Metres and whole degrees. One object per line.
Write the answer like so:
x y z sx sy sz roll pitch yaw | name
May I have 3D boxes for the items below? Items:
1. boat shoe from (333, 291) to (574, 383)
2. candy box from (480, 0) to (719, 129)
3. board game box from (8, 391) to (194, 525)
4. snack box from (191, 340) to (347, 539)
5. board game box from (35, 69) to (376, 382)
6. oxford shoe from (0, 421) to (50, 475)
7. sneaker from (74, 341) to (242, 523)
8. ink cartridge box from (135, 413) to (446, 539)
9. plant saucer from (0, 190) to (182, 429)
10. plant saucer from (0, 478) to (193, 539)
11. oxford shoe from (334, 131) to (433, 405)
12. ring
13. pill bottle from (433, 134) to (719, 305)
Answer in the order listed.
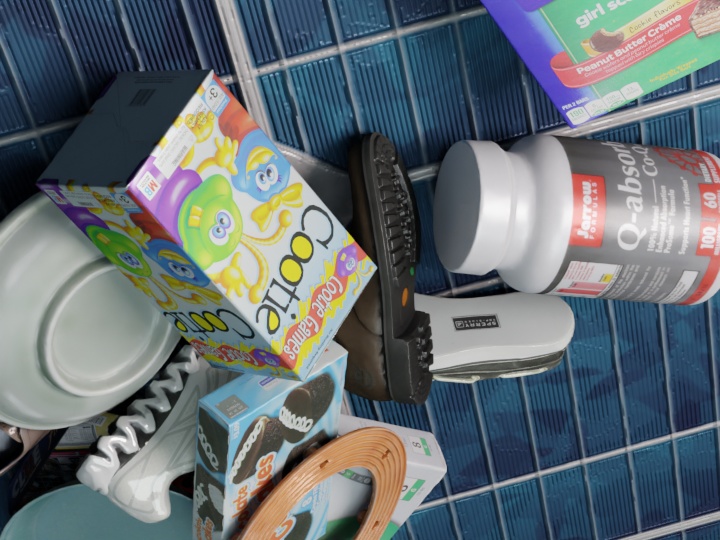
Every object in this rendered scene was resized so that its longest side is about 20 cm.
0.064 0.059 1.420 0.200 0.071 0.064 0 142 -7 | boat shoe
0.164 -0.205 1.185 0.169 0.077 0.200 -25 137 17 | candy box
-0.164 0.164 1.480 0.200 0.035 0.136 18 124 -29 | board game box
-0.069 0.148 1.354 0.116 0.037 0.200 -31 143 -35 | snack box
-0.100 -0.029 1.233 0.105 0.103 0.200 5 144 47 | board game box
-0.236 0.092 1.352 0.071 0.073 0.200 37 104 -17 | oxford shoe
-0.118 0.099 1.358 0.081 0.075 0.200 42 78 -1 | sneaker
-0.054 0.180 1.468 0.200 0.050 0.161 14 127 -35 | ink cartridge box
-0.186 0.031 1.284 0.200 0.050 0.200 -22 128 -32 | plant saucer
-0.186 0.223 1.460 0.200 0.036 0.200 1 130 1 | plant saucer
0.000 0.000 1.323 0.084 0.073 0.200 2 103 22 | oxford shoe
-0.039 0.199 1.395 0.200 0.019 0.200 -36 146 -30 | ring
0.161 -0.038 1.328 0.200 0.116 0.116 4 130 -19 | pill bottle
